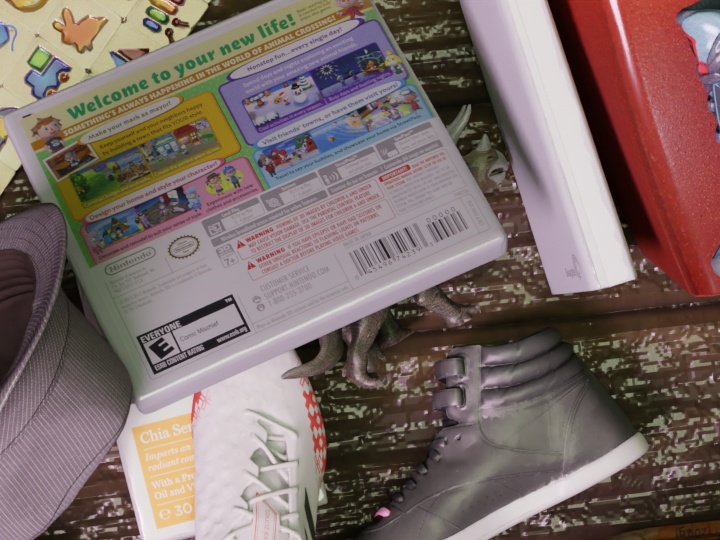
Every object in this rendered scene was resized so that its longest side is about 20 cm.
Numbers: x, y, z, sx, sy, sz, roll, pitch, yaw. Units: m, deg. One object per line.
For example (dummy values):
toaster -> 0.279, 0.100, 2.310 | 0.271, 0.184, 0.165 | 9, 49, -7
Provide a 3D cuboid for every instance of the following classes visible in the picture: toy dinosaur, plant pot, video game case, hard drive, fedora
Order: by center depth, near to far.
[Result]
fedora -> -0.178, 0.070, 1.178 | 0.200, 0.177, 0.090 | -36, 122, 24
video game case -> -0.055, -0.044, 1.243 | 0.200, 0.022, 0.182 | -24, 64, -8
plant pot -> 0.210, -0.093, 1.272 | 0.200, 0.200, 0.176 | -11, 102, -4
hard drive -> 0.090, -0.086, 1.284 | 0.027, 0.132, 0.200 | -18, 90, -5
toy dinosaur -> 0.000, 0.000, 1.285 | 0.200, 0.077, 0.102 | -33, 103, -40

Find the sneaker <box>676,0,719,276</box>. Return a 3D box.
sneaker -> 0.186, -0.092, 1.144 | 0.095, 0.079, 0.200 | 16, 99, -3

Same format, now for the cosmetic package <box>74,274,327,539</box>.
cosmetic package -> -0.089, 0.036, 1.300 | 0.101, 0.071, 0.200 | -15, 90, -4

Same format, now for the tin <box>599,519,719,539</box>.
tin -> 0.218, 0.155, 1.298 | 0.200, 0.112, 0.042 | -5, 90, -3

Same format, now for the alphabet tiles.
alphabet tiles -> -0.187, -0.135, 1.329 | 0.167, 0.008, 0.200 | 35, 87, -3

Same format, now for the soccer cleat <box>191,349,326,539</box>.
soccer cleat -> -0.051, 0.125, 1.224 | 0.069, 0.085, 0.200 | 1, 90, -4

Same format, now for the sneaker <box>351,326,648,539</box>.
sneaker -> 0.044, 0.099, 1.313 | 0.200, 0.071, 0.099 | -28, 87, -7
